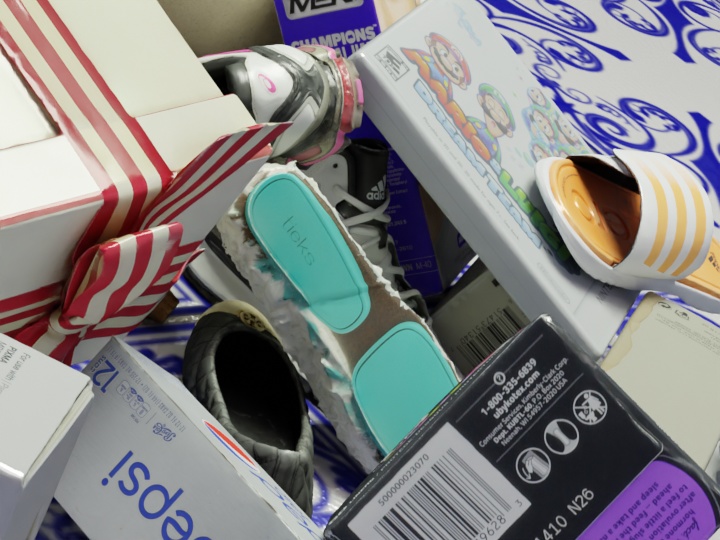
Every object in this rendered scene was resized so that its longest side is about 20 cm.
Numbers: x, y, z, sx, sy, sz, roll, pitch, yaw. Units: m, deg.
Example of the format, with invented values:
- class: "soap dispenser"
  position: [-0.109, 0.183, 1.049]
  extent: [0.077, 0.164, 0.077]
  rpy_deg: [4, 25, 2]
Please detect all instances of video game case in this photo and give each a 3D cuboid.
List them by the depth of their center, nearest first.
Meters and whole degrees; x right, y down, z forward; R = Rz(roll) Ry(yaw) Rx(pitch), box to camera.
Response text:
- class: "video game case"
  position: [0.082, -0.057, 1.204]
  extent: [0.200, 0.024, 0.182]
  rpy_deg: [51, 27, -3]

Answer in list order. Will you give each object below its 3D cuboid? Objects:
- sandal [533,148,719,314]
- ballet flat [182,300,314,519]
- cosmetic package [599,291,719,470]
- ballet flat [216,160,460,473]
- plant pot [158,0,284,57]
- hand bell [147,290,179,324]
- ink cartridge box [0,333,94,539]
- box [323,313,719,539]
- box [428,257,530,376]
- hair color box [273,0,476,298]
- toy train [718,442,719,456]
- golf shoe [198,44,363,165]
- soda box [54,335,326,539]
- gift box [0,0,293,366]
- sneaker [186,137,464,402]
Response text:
- class: "sandal"
  position: [0.168, -0.030, 1.220]
  extent: [0.207, 0.059, 0.079]
  rpy_deg: [16, 45, -52]
- class: "ballet flat"
  position: [-0.045, 0.065, 1.065]
  extent: [0.066, 0.057, 0.200]
  rpy_deg: [20, 23, -18]
- class: "cosmetic package"
  position: [0.134, 0.096, 1.125]
  extent: [0.073, 0.104, 0.200]
  rpy_deg: [30, 24, 9]
- class: "ballet flat"
  position: [-0.008, 0.033, 1.104]
  extent: [0.200, 0.072, 0.072]
  rpy_deg: [59, 24, -8]
- class: "plant pot"
  position: [-0.095, -0.154, 1.329]
  extent: [0.134, 0.200, 0.200]
  rpy_deg: [57, 24, -8]
- class: "hand bell"
  position: [-0.175, -0.041, 1.143]
  extent: [0.200, 0.104, 0.104]
  rpy_deg: [38, 25, -2]
- class: "ink cartridge box"
  position: [-0.216, 0.068, 0.794]
  extent: [0.200, 0.144, 0.084]
  rpy_deg: [25, 26, -1]
- class: "box"
  position: [0.062, 0.099, 0.912]
  extent: [0.106, 0.122, 0.200]
  rpy_deg: [45, -4, 3]
- class: "box"
  position: [0.103, 0.008, 1.275]
  extent: [0.068, 0.082, 0.200]
  rpy_deg: [49, 28, -1]
- class: "hair color box"
  position: [0.014, -0.092, 1.272]
  extent: [0.065, 0.200, 0.109]
  rpy_deg: [-10, 14, 22]
- class: "toy train"
  position: [0.295, 0.101, 1.256]
  extent: [0.200, 0.114, 0.087]
  rpy_deg: [24, 22, -7]
- class: "golf shoe"
  position: [-0.098, -0.074, 1.136]
  extent: [0.092, 0.200, 0.073]
  rpy_deg: [3, 73, -48]
- class: "soda box"
  position: [-0.055, 0.119, 0.920]
  extent: [0.200, 0.068, 0.063]
  rpy_deg: [43, 1, 32]
- class: "gift box"
  position: [-0.153, -0.049, 0.979]
  extent: [0.200, 0.185, 0.187]
  rpy_deg: [-20, 69, -41]
- class: "sneaker"
  position: [0.000, 0.000, 1.168]
  extent: [0.200, 0.115, 0.076]
  rpy_deg: [38, 27, 23]
